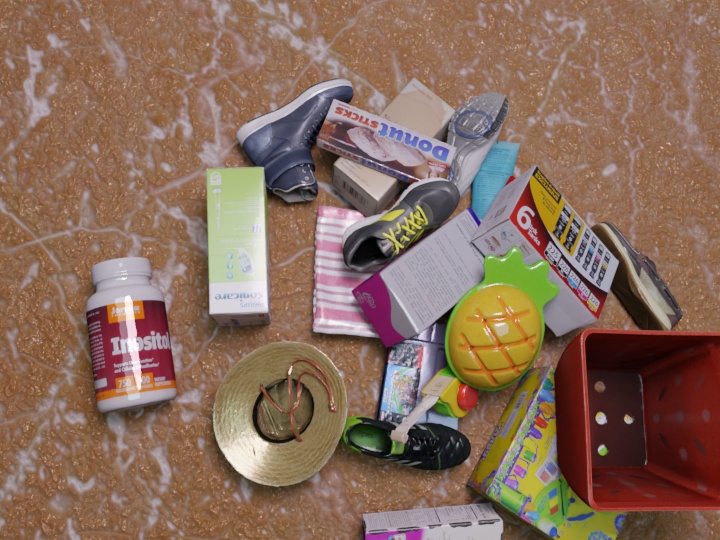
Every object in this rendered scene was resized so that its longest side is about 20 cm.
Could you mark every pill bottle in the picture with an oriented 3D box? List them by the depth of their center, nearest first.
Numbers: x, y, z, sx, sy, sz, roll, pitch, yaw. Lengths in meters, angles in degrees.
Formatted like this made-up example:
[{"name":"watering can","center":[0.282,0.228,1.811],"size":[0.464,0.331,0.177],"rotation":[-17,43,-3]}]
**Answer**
[{"name":"pill bottle","center":[-0.329,0.091,1.025],"size":[0.110,0.113,0.206],"rotation":[-10,81,-7]}]

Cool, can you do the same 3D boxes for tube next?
[{"name":"tube","center":[0.207,-0.117,1.148],"size":[0.075,0.050,0.205],"rotation":[10,75,-1]}]

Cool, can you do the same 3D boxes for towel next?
[{"name":"towel","center":[0.000,0.000,1.100],"size":[0.142,0.030,0.205],"rotation":[3,70,-5]}]

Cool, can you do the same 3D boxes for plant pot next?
[{"name":"plant pot","center":[0.342,0.189,0.918],"size":[0.194,0.176,0.206],"rotation":[2,79,-7]}]

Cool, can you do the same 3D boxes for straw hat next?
[{"name":"straw hat","center":[-0.108,0.200,1.040],"size":[0.195,0.085,0.207],"rotation":[0,87,3]}]

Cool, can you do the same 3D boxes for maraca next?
[{"name":"maraca","center":[0.194,0.070,0.995],"size":[0.134,0.107,0.204],"rotation":[22,100,-6]}]

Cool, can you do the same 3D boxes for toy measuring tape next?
[{"name":"toy measuring tape","center":[0.112,0.196,1.020],"size":[0.074,0.074,0.199],"rotation":[47,50,3]}]

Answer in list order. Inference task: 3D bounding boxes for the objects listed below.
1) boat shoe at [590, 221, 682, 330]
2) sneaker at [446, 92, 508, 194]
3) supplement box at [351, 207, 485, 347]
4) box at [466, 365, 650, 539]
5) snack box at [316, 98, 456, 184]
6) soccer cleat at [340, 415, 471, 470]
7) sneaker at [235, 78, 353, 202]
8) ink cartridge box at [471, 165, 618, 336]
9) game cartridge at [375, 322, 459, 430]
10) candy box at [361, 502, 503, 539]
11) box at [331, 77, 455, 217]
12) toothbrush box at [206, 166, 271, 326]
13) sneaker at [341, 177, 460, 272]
[{"name":"boat shoe","center":[0.434,0.008,1.140],"size":[0.064,0.073,0.203],"rotation":[-29,87,-21]},{"name":"sneaker","center":[0.163,-0.184,1.121],"size":[0.074,0.087,0.202],"rotation":[38,96,23]},{"name":"supplement box","center":[0.100,0.010,1.050],"size":[0.199,0.101,0.104],"rotation":[-36,93,-32]},{"name":"box","center":[0.291,0.279,1.047],"size":[0.190,0.122,0.202],"rotation":[32,78,1]},{"name":"snack box","center":[0.038,-0.181,1.055],"size":[0.196,0.024,0.073],"rotation":[22,71,2]},{"name":"soccer cleat","center":[0.064,0.248,1.022],"size":[0.194,0.081,0.069],"rotation":[9,87,-3]},{"name":"sneaker","center":[-0.073,-0.194,1.109],"size":[0.199,0.077,0.148],"rotation":[-30,74,-5]},{"name":"ink cartridge box","center":[0.283,-0.042,1.070],"size":[0.200,0.083,0.177],"rotation":[45,50,-11]},{"name":"game cartridge","center":[0.093,0.178,1.092],"size":[0.126,0.038,0.206],"rotation":[11,79,-8]},{"name":"candy box","center":[0.101,0.412,1.020],"size":[0.194,0.061,0.140],"rotation":[-2,98,-5]},{"name":"box","center":[0.051,-0.188,1.114],"size":[0.094,0.078,0.201],"rotation":[37,72,8]},{"name":"toothbrush box","center":[-0.174,-0.030,1.045],"size":[0.084,0.146,0.206],"rotation":[-1,79,-6]},{"name":"sneaker","center":[0.058,-0.055,1.029],"size":[0.198,0.085,0.075],"rotation":[-32,113,21]}]
